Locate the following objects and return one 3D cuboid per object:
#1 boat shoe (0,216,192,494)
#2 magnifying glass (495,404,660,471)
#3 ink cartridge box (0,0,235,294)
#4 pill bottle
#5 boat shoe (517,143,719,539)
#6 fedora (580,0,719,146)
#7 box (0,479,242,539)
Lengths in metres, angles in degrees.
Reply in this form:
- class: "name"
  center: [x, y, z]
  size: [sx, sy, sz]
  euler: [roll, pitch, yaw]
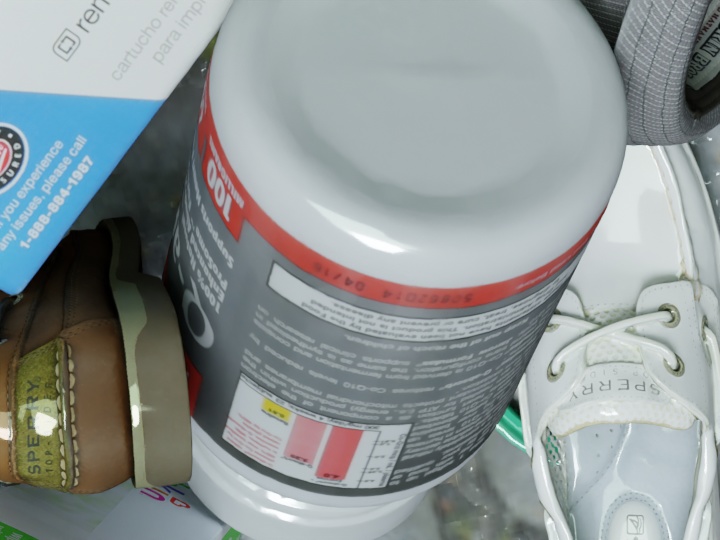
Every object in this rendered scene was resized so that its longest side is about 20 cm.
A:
- class: "boat shoe"
  center: [-0.097, 0.023, 0.746]
  size: [0.068, 0.200, 0.072]
  euler: [-6, 94, -10]
- class: "magnifying glass"
  center: [0.039, -0.021, 0.814]
  size: [0.079, 0.022, 0.200]
  euler: [-36, 92, 11]
- class: "ink cartridge box"
  center: [-0.138, -0.112, 0.674]
  size: [0.199, 0.084, 0.146]
  euler: [33, 102, -23]
- class: "pill bottle"
  center: [0.000, 0.000, 0.727]
  size: [0.115, 0.200, 0.117]
  euler: [6, 58, -9]
- class: "boat shoe"
  center: [0.084, 0.035, 0.774]
  size: [0.070, 0.069, 0.201]
  euler: [-8, 98, 10]
- class: "fedora"
  center: [0.105, -0.139, 0.719]
  size: [0.090, 0.177, 0.201]
  euler: [33, 108, 17]
- class: "box"
  center: [-0.143, 0.095, 0.766]
  size: [0.176, 0.200, 0.097]
  euler: [24, 101, 4]
